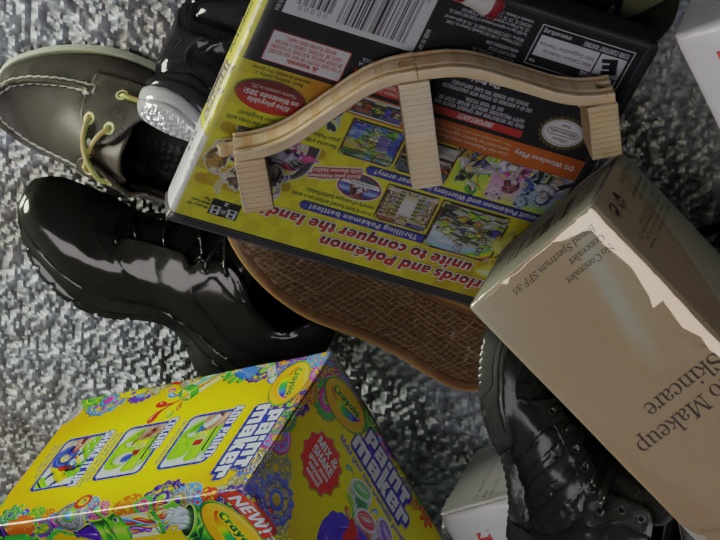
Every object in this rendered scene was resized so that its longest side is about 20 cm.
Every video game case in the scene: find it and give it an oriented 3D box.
[{"bbox_3d":[0.023,-0.075,1.274,0.200,0.026,0.181,16,123,-17],"label":"video game case"}]

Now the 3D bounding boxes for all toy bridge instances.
[{"bbox_3d":[0.028,-0.075,1.242,0.200,0.027,0.067,-8,124,0],"label":"toy bridge"}]

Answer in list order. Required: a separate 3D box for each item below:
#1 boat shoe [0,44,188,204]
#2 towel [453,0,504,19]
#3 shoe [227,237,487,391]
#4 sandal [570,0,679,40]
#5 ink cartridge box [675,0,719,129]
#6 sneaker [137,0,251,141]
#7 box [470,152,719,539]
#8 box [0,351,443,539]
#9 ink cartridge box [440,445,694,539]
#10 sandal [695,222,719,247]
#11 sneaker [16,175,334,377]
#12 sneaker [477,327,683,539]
[{"bbox_3d":[-0.121,-0.075,1.403,0.201,0.061,0.072,14,123,12],"label":"boat shoe"},{"bbox_3d":[-0.002,-0.219,1.185,0.200,0.144,0.023,24,148,-32],"label":"towel"},{"bbox_3d":[0.000,0.000,1.373,0.200,0.053,0.070,36,106,-26],"label":"shoe"},{"bbox_3d":[0.063,-0.131,1.291,0.201,0.057,0.080,-9,126,-6],"label":"sandal"},{"bbox_3d":[0.277,-0.101,1.229,0.200,0.083,0.147,-19,111,28],"label":"ink cartridge box"},{"bbox_3d":[-0.012,-0.111,1.331,0.200,0.075,0.114,10,97,-12],"label":"sneaker"},{"bbox_3d":[0.162,0.049,1.269,0.200,0.078,0.095,45,118,-5],"label":"box"},{"bbox_3d":[-0.066,0.171,1.400,0.193,0.122,0.200,-13,118,35],"label":"box"},{"bbox_3d":[0.169,0.153,1.415,0.200,0.086,0.146,-18,110,29],"label":"ink cartridge box"},{"bbox_3d":[0.165,-0.002,1.339,0.200,0.076,0.043,-5,90,22],"label":"sandal"},{"bbox_3d":[-0.100,-0.003,1.427,0.200,0.076,0.091,30,136,-10],"label":"sneaker"},{"bbox_3d":[0.129,0.118,1.331,0.104,0.060,0.200,-2,104,29],"label":"sneaker"}]
